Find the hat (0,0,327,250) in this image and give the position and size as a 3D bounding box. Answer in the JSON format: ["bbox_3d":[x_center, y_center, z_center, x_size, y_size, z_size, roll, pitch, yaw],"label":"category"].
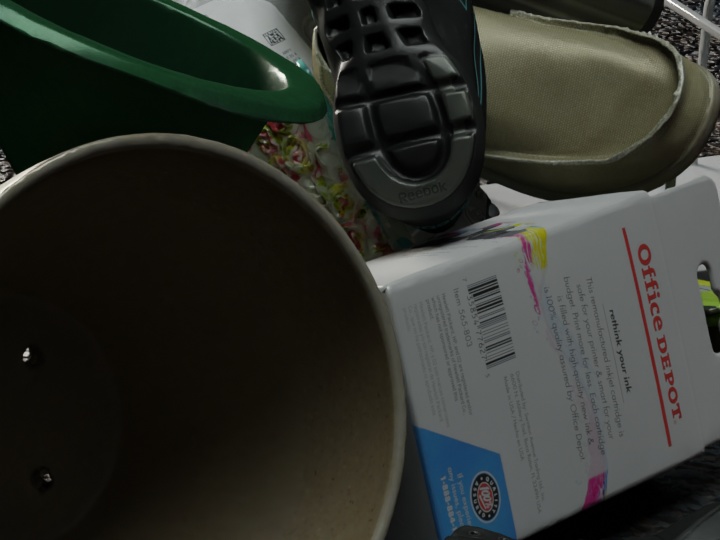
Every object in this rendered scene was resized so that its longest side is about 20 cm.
[{"bbox_3d":[-0.115,-0.018,1.016,0.200,0.176,0.166,17,15,-28],"label":"hat"}]

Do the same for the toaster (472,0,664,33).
[{"bbox_3d":[0.055,-0.164,1.194,0.200,0.114,0.129,10,0,45],"label":"toaster"}]

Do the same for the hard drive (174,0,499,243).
[{"bbox_3d":[-0.048,-0.065,1.198,0.140,0.038,0.200,-28,70,-31],"label":"hard drive"}]

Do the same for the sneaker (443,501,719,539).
[{"bbox_3d":[0.067,0.121,0.939,0.104,0.060,0.200,22,33,28],"label":"sneaker"}]

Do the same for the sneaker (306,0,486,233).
[{"bbox_3d":[0.010,-0.109,1.064,0.075,0.200,0.079,-10,-15,10],"label":"sneaker"}]

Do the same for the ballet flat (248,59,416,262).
[{"bbox_3d":[0.000,0.000,1.119,0.064,0.200,0.076,-35,3,-2],"label":"ballet flat"}]

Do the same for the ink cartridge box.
[{"bbox_3d":[0.070,0.037,1.049,0.200,0.115,0.068,-19,10,-41],"label":"ink cartridge box"}]

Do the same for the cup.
[{"bbox_3d":[-0.104,0.057,0.947,0.200,0.201,0.143,-14,4,-33],"label":"cup"}]

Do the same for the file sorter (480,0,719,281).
[{"bbox_3d":[0.168,-0.073,1.317,0.200,0.125,0.139,-7,26,-23],"label":"file sorter"}]

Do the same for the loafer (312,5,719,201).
[{"bbox_3d":[0.058,-0.078,1.121,0.200,0.076,0.068,6,-19,31],"label":"loafer"}]

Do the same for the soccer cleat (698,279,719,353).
[{"bbox_3d":[0.162,0.025,1.166,0.200,0.065,0.084,13,23,23],"label":"soccer cleat"}]
